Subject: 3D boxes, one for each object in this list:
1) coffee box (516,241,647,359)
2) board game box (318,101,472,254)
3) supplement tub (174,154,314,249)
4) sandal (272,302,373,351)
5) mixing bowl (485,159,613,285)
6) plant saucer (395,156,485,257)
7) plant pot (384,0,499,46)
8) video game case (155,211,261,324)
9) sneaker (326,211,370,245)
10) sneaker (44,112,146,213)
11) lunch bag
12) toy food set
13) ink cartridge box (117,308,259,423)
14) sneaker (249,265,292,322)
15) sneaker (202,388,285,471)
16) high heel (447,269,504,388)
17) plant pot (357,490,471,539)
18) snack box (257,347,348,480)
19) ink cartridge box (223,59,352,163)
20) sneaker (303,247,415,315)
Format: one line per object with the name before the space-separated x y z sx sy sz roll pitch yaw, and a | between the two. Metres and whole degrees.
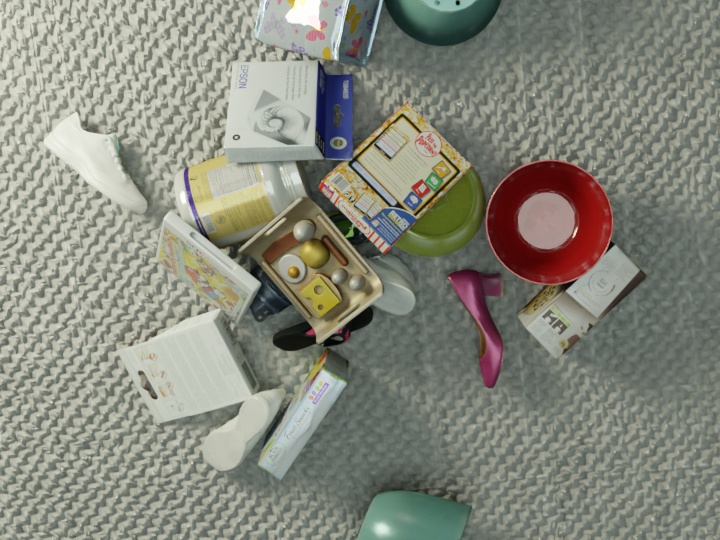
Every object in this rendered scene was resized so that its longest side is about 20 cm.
coffee box | 0.364 0.042 1.646 0.200 0.113 0.080 -44 96 8
board game box | 0.057 -0.149 1.581 0.152 0.046 0.200 46 73 1
supplement tub | -0.187 -0.124 1.614 0.200 0.145 0.146 -18 98 3
sandal | -0.060 0.106 1.650 0.200 0.045 0.075 -24 138 28
mixing bowl | 0.308 -0.081 1.624 0.200 0.108 0.200 1 95 9
plant saucer | 0.114 -0.122 1.627 0.200 0.031 0.200 2 78 -10
plant pot | 0.133 -0.459 1.548 0.200 0.161 0.201 0 99 2
video game case | -0.252 0.001 1.611 0.182 0.200 0.023 39 67 0
sneaker | 0.019 -0.075 1.650 0.200 0.081 0.074 -16 99 3
sneaker | -0.422 -0.180 1.644 0.200 0.075 0.089 40 86 -4
lunch bag | -0.054 -0.435 1.554 0.169 0.127 0.200 19 105 25
toy food set | -0.078 0.001 1.566 0.143 0.060 0.200 -39 93 19
ink cartridge box | -0.296 0.169 1.709 0.200 0.047 0.160 -17 110 20
sneaker | -0.100 0.052 1.679 0.202 0.077 0.146 42 106 -14
sneaker | -0.194 0.274 1.716 0.075 0.088 0.200 49 121 7
high heel | 0.192 0.099 1.676 0.096 0.067 0.200 1 94 -9
plant pot | 0.080 0.466 1.676 0.161 0.201 0.201 19 99 11
snack box | -0.094 0.238 1.670 0.053 0.142 0.200 33 98 -4
ink cartridge box | -0.111 -0.257 1.583 0.200 0.200 0.041 -1 144 0
sneaker | 0.000 0.000 1.647 0.200 0.116 0.074 28 110 -5
